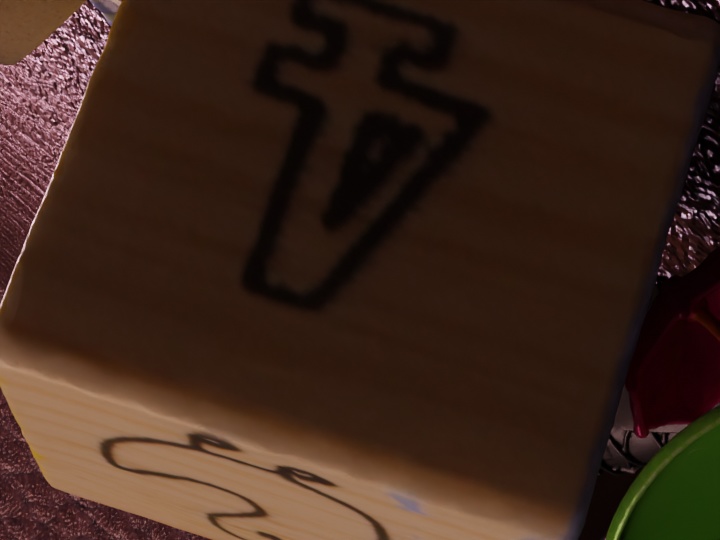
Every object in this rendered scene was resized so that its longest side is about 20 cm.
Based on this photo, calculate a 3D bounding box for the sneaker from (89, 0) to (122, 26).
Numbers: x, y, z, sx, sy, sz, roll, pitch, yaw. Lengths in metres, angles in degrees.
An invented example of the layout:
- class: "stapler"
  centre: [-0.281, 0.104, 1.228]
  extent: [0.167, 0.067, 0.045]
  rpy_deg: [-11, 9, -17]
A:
- class: "sneaker"
  centre: [-0.121, -0.151, 1.123]
  extent: [0.200, 0.067, 0.090]
  rpy_deg: [40, 162, 6]

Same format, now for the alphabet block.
- class: "alphabet block"
  centre: [0.000, 0.000, 0.787]
  extent: [0.200, 0.196, 0.195]
  rpy_deg: [17, 160, 5]

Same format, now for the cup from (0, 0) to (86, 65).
- class: "cup"
  centre: [-0.162, -0.171, 0.898]
  extent: [0.143, 0.200, 0.200]
  rpy_deg: [45, 168, -13]

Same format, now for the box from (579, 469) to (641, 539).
- class: "box"
  centre: [0.023, 0.058, 1.101]
  extent: [0.200, 0.164, 0.166]
  rpy_deg: [51, 170, -28]

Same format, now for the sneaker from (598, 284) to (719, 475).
- class: "sneaker"
  centre: [0.135, 0.059, 0.946]
  extent: [0.200, 0.091, 0.076]
  rpy_deg: [26, 156, 52]

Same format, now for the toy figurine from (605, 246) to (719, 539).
- class: "toy figurine"
  centre: [0.167, 0.069, 0.778]
  extent: [0.200, 0.150, 0.184]
  rpy_deg: [37, -159, -20]
